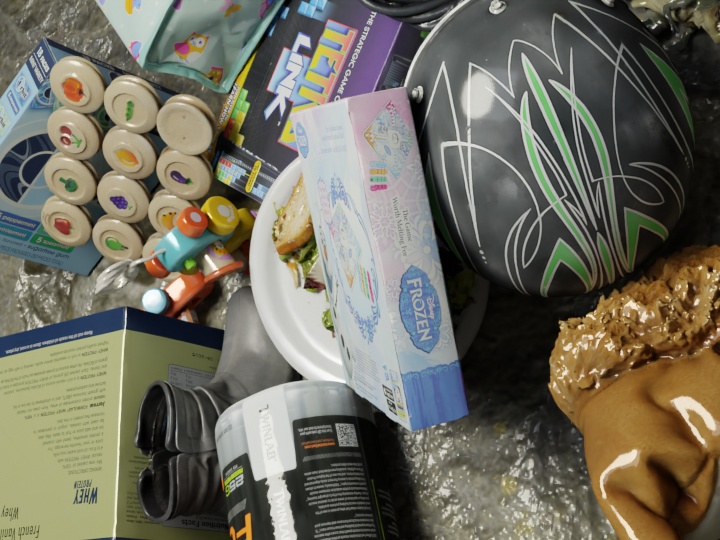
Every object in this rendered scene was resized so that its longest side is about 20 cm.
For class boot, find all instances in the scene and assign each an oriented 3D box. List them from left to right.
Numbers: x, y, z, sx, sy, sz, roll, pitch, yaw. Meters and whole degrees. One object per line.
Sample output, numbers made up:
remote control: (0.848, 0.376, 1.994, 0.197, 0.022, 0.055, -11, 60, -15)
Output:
boot: (-0.114, 0.098, 1.115, 0.069, 0.131, 0.202, -18, 67, 38)

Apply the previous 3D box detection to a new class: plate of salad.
plate of salad: (0.000, 0.000, 1.059, 0.198, 0.048, 0.202, 3, 96, 23)

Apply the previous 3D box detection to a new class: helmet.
helmet: (0.116, -0.083, 0.888, 0.201, 0.199, 0.191, -64, 5, 8)

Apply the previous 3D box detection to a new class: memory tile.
memory tile: (-0.200, -0.080, 1.209, 0.152, 0.017, 0.201, 20, 131, 6)

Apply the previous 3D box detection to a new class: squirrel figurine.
squirrel figurine: (0.218, 0.061, 0.828, 0.186, 0.141, 0.201, -42, 56, 18)

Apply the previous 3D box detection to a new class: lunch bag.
lunch bag: (-0.133, -0.279, 1.174, 0.201, 0.121, 0.171, -57, 46, 24)

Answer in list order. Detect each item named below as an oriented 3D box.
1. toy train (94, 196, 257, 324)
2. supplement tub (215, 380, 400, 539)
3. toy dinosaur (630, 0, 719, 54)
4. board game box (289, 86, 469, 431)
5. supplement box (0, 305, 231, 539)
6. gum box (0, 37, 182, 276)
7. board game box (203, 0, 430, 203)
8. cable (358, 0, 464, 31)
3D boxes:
toy train: (-0.138, 0.010, 1.160, 0.150, 0.200, 0.056, -40, 81, 0)
supplement tub: (-0.033, 0.192, 1.023, 0.122, 0.122, 0.202, -30, 60, 32)
toy dinosaur: (0.191, -0.188, 0.983, 0.088, 0.047, 0.200, -50, 47, 16)
board game box: (0.008, -0.012, 0.925, 0.200, 0.043, 0.201, -161, 58, -77)
supplement box: (-0.214, 0.154, 1.188, 0.199, 0.134, 0.202, -14, 69, 39)
gum box: (-0.265, -0.096, 1.278, 0.200, 0.169, 0.045, -49, 50, 20)
board game box: (-0.033, -0.142, 1.160, 0.165, 0.056, 0.202, 28, 98, 44)
cable: (0.074, -0.271, 1.039, 0.198, 0.051, 0.164, -23, 102, 0)
